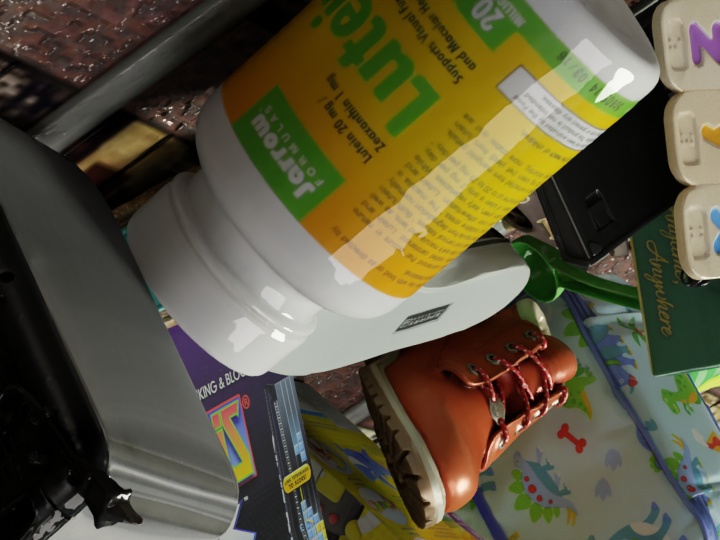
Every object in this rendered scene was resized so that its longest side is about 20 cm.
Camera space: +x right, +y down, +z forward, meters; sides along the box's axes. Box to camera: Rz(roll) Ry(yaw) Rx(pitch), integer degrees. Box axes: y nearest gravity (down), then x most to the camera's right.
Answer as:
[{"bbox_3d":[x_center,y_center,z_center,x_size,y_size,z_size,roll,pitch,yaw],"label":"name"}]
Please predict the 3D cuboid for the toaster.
[{"bbox_3d":[-0.159,0.062,0.955,0.181,0.201,0.119,-36,154,17],"label":"toaster"}]

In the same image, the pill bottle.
[{"bbox_3d":[0.007,-0.052,1.005,0.200,0.111,0.111,-41,157,16],"label":"pill bottle"}]

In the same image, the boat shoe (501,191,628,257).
[{"bbox_3d":[0.089,-0.047,1.211,0.059,0.072,0.200,-15,164,6],"label":"boat shoe"}]

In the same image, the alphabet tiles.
[{"bbox_3d":[0.200,-0.061,1.158,0.195,0.201,0.015,-6,179,-41],"label":"alphabet tiles"}]

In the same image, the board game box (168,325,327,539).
[{"bbox_3d":[-0.089,0.105,1.123,0.056,0.166,0.200,-6,-169,28],"label":"board game box"}]

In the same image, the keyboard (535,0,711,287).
[{"bbox_3d":[0.150,-0.058,1.142,0.200,0.128,0.021,-34,-165,-35],"label":"keyboard"}]

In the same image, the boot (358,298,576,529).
[{"bbox_3d":[0.057,0.063,1.305,0.107,0.075,0.200,-16,-164,6],"label":"boot"}]

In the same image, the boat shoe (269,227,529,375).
[{"bbox_3d":[0.000,0.000,1.202,0.071,0.064,0.200,-46,159,27],"label":"boat shoe"}]

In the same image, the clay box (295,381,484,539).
[{"bbox_3d":[0.004,0.128,1.318,0.048,0.200,0.115,-53,154,10],"label":"clay box"}]

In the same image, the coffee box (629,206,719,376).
[{"bbox_3d":[0.161,-0.012,1.253,0.044,0.124,0.200,-9,178,12],"label":"coffee box"}]

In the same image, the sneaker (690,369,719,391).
[{"bbox_3d":[0.210,0.033,1.581,0.199,0.074,0.084,-10,128,-36],"label":"sneaker"}]

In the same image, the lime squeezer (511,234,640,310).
[{"bbox_3d":[0.063,0.015,1.319,0.199,0.071,0.038,-8,133,26],"label":"lime squeezer"}]

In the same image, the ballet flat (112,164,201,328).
[{"bbox_3d":[-0.034,-0.034,1.110,0.199,0.071,0.065,-22,-174,-12],"label":"ballet flat"}]

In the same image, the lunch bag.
[{"bbox_3d":[0.121,0.117,1.445,0.082,0.201,0.161,-3,149,-48],"label":"lunch bag"}]
